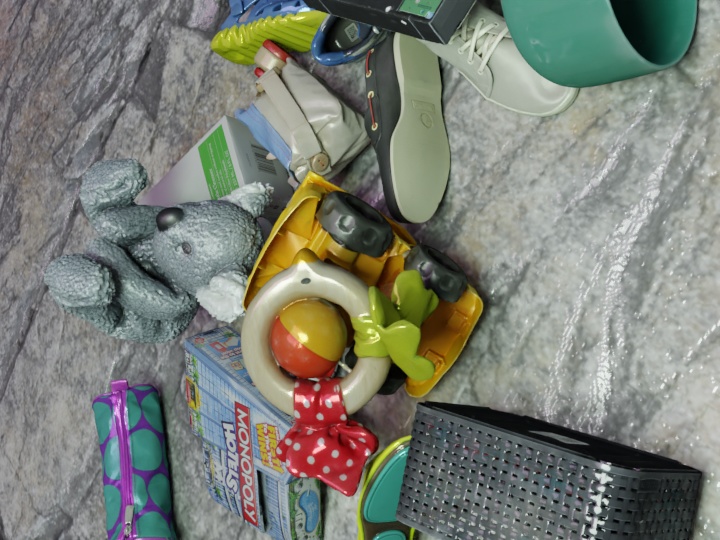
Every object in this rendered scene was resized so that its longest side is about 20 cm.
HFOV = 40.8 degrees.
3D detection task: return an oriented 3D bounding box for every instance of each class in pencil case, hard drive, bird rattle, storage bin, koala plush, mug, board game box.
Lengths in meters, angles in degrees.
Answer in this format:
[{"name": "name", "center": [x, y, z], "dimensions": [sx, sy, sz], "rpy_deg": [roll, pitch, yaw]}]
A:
[{"name": "pencil case", "center": [-0.269, 0.239, 1.149], "dimensions": [0.083, 0.093, 0.203], "rpy_deg": [-13, 65, -2]}, {"name": "hard drive", "center": [0.040, -0.290, 0.888], "dimensions": [0.199, 0.038, 0.141], "rpy_deg": [27, 83, 44]}, {"name": "bird rattle", "center": [-0.025, 0.074, 0.805], "dimensions": [0.162, 0.113, 0.201], "rpy_deg": [38, 113, 2]}, {"name": "storage bin", "center": [0.139, 0.169, 0.735], "dimensions": [0.198, 0.134, 0.096], "rpy_deg": [10, 87, 45]}, {"name": "koala plush", "center": [-0.177, -0.017, 0.991], "dimensions": [0.197, 0.184, 0.180], "rpy_deg": [-13, 50, 27]}, {"name": "mug", "center": [0.192, -0.229, 0.781], "dimensions": [0.113, 0.183, 0.155], "rpy_deg": [-5, 101, 45]}, {"name": "board game box", "center": [-0.093, 0.180, 0.968], "dimensions": [0.198, 0.061, 0.204], "rpy_deg": [15, 113, 46]}]

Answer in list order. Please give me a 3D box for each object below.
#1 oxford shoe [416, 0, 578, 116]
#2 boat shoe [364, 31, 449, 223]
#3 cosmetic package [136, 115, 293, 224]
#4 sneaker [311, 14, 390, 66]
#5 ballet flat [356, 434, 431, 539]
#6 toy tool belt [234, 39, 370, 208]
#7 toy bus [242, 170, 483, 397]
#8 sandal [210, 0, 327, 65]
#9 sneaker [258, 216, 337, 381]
[{"name": "oxford shoe", "center": [0.111, -0.205, 0.882], "dimensions": [0.199, 0.057, 0.076], "rpy_deg": [41, 107, 24]}, {"name": "boat shoe", "center": [0.042, -0.138, 0.946], "dimensions": [0.063, 0.073, 0.206], "rpy_deg": [-21, 64, 46]}, {"name": "cosmetic package", "center": [-0.176, -0.073, 1.134], "dimensions": [0.199, 0.084, 0.109], "rpy_deg": [-37, 60, 31]}, {"name": "sneaker", "center": [0.023, -0.268, 0.968], "dimensions": [0.077, 0.085, 0.199], "rpy_deg": [49, 128, -1]}, {"name": "ballet flat", "center": [0.022, 0.209, 0.861], "dimensions": [0.067, 0.065, 0.203], "rpy_deg": [-116, 28, -54]}, {"name": "toy tool belt", "center": [-0.081, -0.155, 1.035], "dimensions": [0.124, 0.124, 0.200], "rpy_deg": [-53, 49, 10]}, {"name": "toy bus", "center": [0.000, 0.000, 0.913], "dimensions": [0.137, 0.198, 0.193], "rpy_deg": [-57, 13, 17]}, {"name": "sandal", "center": [-0.100, -0.297, 1.117], "dimensions": [0.197, 0.079, 0.089], "rpy_deg": [4, 80, 43]}, {"name": "sneaker", "center": [-0.073, 0.030, 1.020], "dimensions": [0.107, 0.066, 0.206], "rpy_deg": [-18, 73, 45]}]
